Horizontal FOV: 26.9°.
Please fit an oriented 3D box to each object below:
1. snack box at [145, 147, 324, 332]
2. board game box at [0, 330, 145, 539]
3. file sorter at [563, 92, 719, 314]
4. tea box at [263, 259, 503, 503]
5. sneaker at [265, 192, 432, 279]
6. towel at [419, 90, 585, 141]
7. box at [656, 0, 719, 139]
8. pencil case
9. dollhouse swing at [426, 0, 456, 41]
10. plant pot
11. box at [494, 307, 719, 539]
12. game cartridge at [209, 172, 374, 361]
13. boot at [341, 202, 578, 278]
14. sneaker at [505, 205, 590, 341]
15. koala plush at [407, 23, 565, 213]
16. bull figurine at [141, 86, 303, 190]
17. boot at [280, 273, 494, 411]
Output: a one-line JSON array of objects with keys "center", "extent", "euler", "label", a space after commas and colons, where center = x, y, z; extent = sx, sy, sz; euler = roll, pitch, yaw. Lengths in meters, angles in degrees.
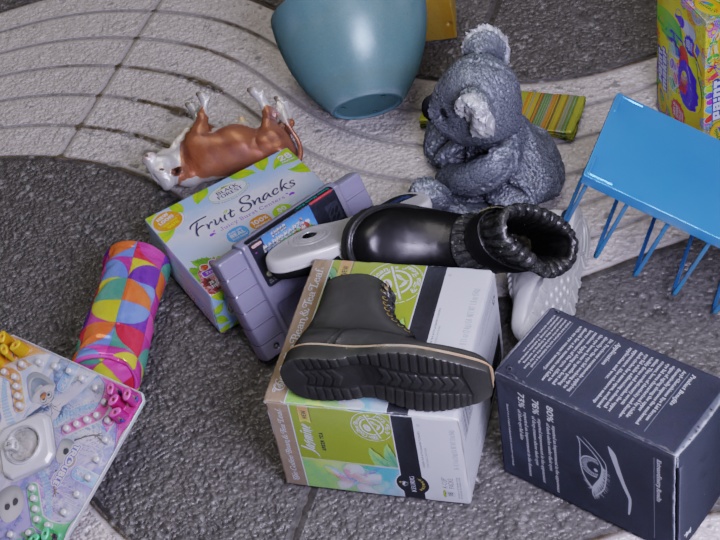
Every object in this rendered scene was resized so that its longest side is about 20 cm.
[{"center": [-0.123, -0.039, 1.743], "extent": [0.199, 0.068, 0.169], "euler": [-27, 46, -19], "label": "snack box"}, {"center": [-0.346, 0.178, 1.541], "extent": [0.199, 0.026, 0.200], "euler": [20, 72, 29], "label": "board game box"}, {"center": [0.323, -0.064, 1.591], "extent": [0.199, 0.123, 0.139], "euler": [26, 49, 3], "label": "file sorter"}, {"center": [0.029, 0.107, 1.510], "extent": [0.196, 0.134, 0.200], "euler": [3, 45, 15], "label": "tea box"}, {"center": [0.000, 0.000, 1.630], "extent": [0.199, 0.112, 0.073], "euler": [-22, 25, -20], "label": "sneaker"}, {"center": [0.179, -0.199, 1.889], "extent": [0.199, 0.018, 0.086], "euler": [7, 40, 20], "label": "towel"}, {"center": [0.459, -0.268, 1.768], "extent": [0.192, 0.200, 0.122], "euler": [-20, 44, -8], "label": "box"}, {"center": [-0.266, 0.057, 1.662], "extent": [0.088, 0.089, 0.200], "euler": [-1, 43, 11], "label": "pencil case"}, {"center": [0.024, -0.403, 2.033], "extent": [0.199, 0.182, 0.177], "euler": [-4, 63, 8], "label": "dollhouse swing"}, {"center": [-0.004, -0.269, 1.895], "extent": [0.199, 0.200, 0.135], "euler": [-11, 77, 0], "label": "plant pot"}, {"center": [0.237, 0.149, 1.415], "extent": [0.200, 0.148, 0.104], "euler": [24, 53, 30], "label": "box"}, {"center": [-0.057, -0.007, 1.654], "extent": [0.200, 0.130, 0.038], "euler": [-35, 25, -23], "label": "game cartridge"}, {"center": [0.102, -0.031, 1.547], "extent": [0.210, 0.080, 0.158], "euler": [-2, 3, -26], "label": "boot"}, {"center": [0.191, 0.010, 1.636], "extent": [0.080, 0.077, 0.200], "euler": [-2, 38, 27], "label": "sneaker"}, {"center": [0.142, -0.169, 1.728], "extent": [0.183, 0.201, 0.178], "euler": [3, 44, 14], "label": "koala plush"}, {"center": [-0.172, -0.161, 1.871], "extent": [0.199, 0.065, 0.122], "euler": [-3, 76, -2], "label": "bull figurine"}, {"center": [0.037, 0.055, 1.416], "extent": [0.199, 0.078, 0.139], "euler": [6, 43, 15], "label": "boot"}]
